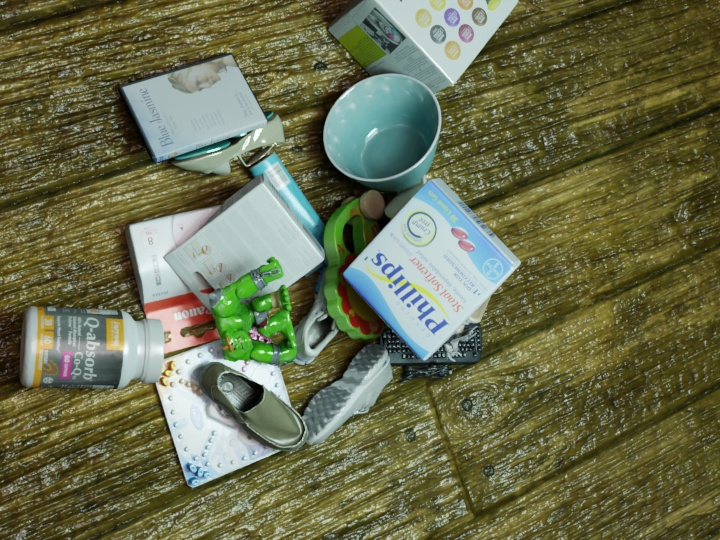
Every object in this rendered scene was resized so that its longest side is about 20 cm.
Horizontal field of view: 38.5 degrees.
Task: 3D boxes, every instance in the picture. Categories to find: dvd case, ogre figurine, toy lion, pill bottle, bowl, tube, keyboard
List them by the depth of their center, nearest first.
[{"bbox_3d":[-0.393,0.114,1.507,0.196,0.116,0.119,3,84,-22],"label":"pill bottle"},{"bbox_3d":[-0.163,0.076,1.568,0.118,0.201,0.100,-14,62,-7],"label":"ogre figurine"},{"bbox_3d":[-0.262,-0.259,1.616,0.197,0.018,0.144,-22,70,-22],"label":"dvd case"},{"bbox_3d":[0.000,0.000,1.663,0.192,0.068,0.202,-44,113,-43],"label":"toy lion"},{"bbox_3d":[-0.108,-0.094,1.680,0.077,0.050,0.202,-30,100,7],"label":"tube"},{"bbox_3d":[0.046,-0.211,1.698,0.197,0.105,0.204,-7,65,14],"label":"bowl"},{"bbox_3d":[0.126,0.136,1.761,0.196,0.040,0.106,0,85,-22],"label":"keyboard"}]

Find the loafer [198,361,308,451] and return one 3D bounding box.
[{"bbox_3d":[-0.161,0.215,1.587,0.199,0.069,0.076,35,75,-16],"label":"loafer"}]

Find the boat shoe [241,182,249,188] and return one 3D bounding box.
[{"bbox_3d":[-0.161,-0.040,1.644,0.074,0.060,0.204,-3,104,-22],"label":"boat shoe"}]

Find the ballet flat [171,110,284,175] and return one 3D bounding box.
[{"bbox_3d":[-0.205,-0.189,1.643,0.198,0.069,0.070,-28,96,-23],"label":"ballet flat"}]

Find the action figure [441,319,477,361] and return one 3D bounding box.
[{"bbox_3d":[0.111,0.056,1.652,0.069,0.129,0.203,-36,105,-55],"label":"action figure"}]

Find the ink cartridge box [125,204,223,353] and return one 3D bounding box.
[{"bbox_3d":[-0.265,0.012,1.606,0.160,0.057,0.204,-14,86,-23],"label":"ink cartridge box"}]

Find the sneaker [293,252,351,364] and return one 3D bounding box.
[{"bbox_3d":[-0.046,0.061,1.672,0.074,0.086,0.203,30,73,-15],"label":"sneaker"}]

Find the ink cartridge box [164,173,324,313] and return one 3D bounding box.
[{"bbox_3d":[-0.179,-0.027,1.595,0.199,0.047,0.161,-34,113,12],"label":"ink cartridge box"}]

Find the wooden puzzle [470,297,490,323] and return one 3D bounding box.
[{"bbox_3d":[0.159,-0.024,1.728,0.046,0.185,0.203,-18,99,17],"label":"wooden puzzle"}]

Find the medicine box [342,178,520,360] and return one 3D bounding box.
[{"bbox_3d":[0.108,-0.003,1.548,0.182,0.103,0.200,45,104,7],"label":"medicine box"}]

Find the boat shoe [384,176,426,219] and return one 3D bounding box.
[{"bbox_3d":[0.087,-0.105,1.697,0.071,0.202,0.061,-23,104,16],"label":"boat shoe"}]

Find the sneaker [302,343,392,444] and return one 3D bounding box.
[{"bbox_3d":[-0.013,0.216,1.675,0.200,0.074,0.083,-43,127,-18],"label":"sneaker"}]

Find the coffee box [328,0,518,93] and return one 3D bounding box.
[{"bbox_3d":[0.102,-0.423,1.712,0.198,0.199,0.201,43,72,-14],"label":"coffee box"}]

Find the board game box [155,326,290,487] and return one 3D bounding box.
[{"bbox_3d":[-0.207,0.211,1.621,0.197,0.026,0.204,-19,94,-23],"label":"board game box"}]
